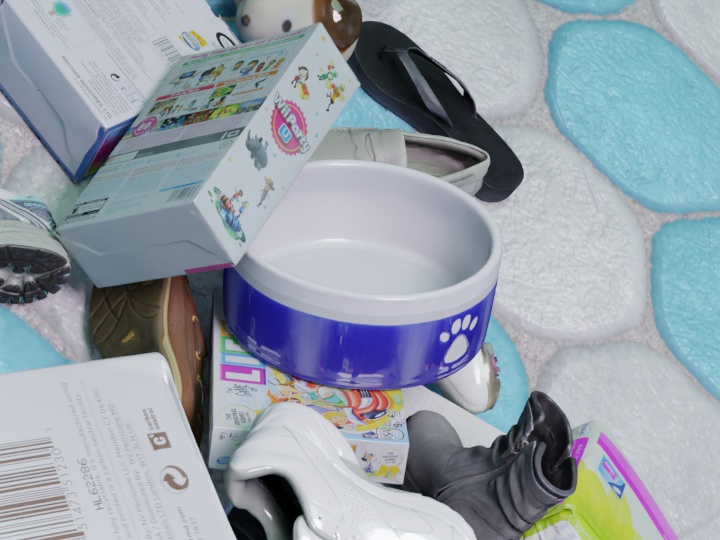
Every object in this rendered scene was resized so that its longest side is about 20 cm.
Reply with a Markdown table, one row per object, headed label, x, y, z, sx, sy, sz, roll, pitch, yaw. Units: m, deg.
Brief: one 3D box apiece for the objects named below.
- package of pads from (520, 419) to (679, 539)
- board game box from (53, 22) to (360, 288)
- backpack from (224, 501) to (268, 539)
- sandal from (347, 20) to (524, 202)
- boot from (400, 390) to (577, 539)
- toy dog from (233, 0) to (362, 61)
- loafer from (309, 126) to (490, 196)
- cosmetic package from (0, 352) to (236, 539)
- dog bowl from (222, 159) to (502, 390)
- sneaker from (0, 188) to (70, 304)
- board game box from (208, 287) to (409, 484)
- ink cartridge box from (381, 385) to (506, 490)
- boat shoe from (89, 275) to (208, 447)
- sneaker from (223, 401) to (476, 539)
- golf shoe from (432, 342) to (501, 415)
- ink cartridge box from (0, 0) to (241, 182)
| label | x | y | z | sx | sy | sz | roll | pitch | yaw |
| --- | --- | --- | --- | --- | --- | --- | --- | --- | --- |
| package of pads | 0.189 | 0.228 | 1.484 | 0.200 | 0.068 | 0.155 | 56 | 25 | -9 |
| board game box | -0.109 | -0.083 | 1.467 | 0.064 | 0.147 | 0.200 | 55 | 48 | -29 |
| backpack | -0.031 | 0.236 | 1.369 | 0.200 | 0.127 | 0.167 | 48 | 34 | 11 |
| sandal | 0.070 | -0.148 | 1.766 | 0.200 | 0.043 | 0.076 | 44 | 46 | 4 |
| boot | 0.093 | 0.131 | 1.415 | 0.070 | 0.132 | 0.200 | 28 | 23 | -25 |
| toy dog | -0.049 | -0.244 | 1.719 | 0.194 | 0.139 | 0.200 | 35 | 45 | -30 |
| loafer | 0.013 | -0.091 | 1.671 | 0.199 | 0.070 | 0.070 | 4 | 56 | -30 |
| cosmetic package | -0.200 | 0.176 | 1.255 | 0.166 | 0.200 | 0.168 | -7 | 62 | -35 |
| dog bowl | 0.000 | 0.000 | 1.478 | 0.199 | 0.079 | 0.200 | 5 | 31 | -3 |
| sneaker | -0.306 | -0.034 | 1.444 | 0.199 | 0.078 | 0.086 | 15 | 39 | -31 |
| board game box | -0.040 | 0.078 | 1.452 | 0.134 | 0.034 | 0.200 | 5 | 27 | -7 |
| ink cartridge box | 0.021 | 0.145 | 1.522 | 0.200 | 0.048 | 0.146 | 30 | 46 | 5 |
| boat shoe | -0.149 | 0.051 | 1.479 | 0.068 | 0.072 | 0.201 | 46 | 26 | -43 |
| sneaker | -0.007 | 0.174 | 1.294 | 0.200 | 0.078 | 0.099 | 34 | 35 | 10 |
| golf shoe | 0.029 | 0.040 | 1.593 | 0.092 | 0.073 | 0.200 | -26 | 66 | -27 |
| ink cartridge box | -0.179 | -0.172 | 1.607 | 0.200 | 0.076 | 0.137 | -30 | 78 | -41 |
